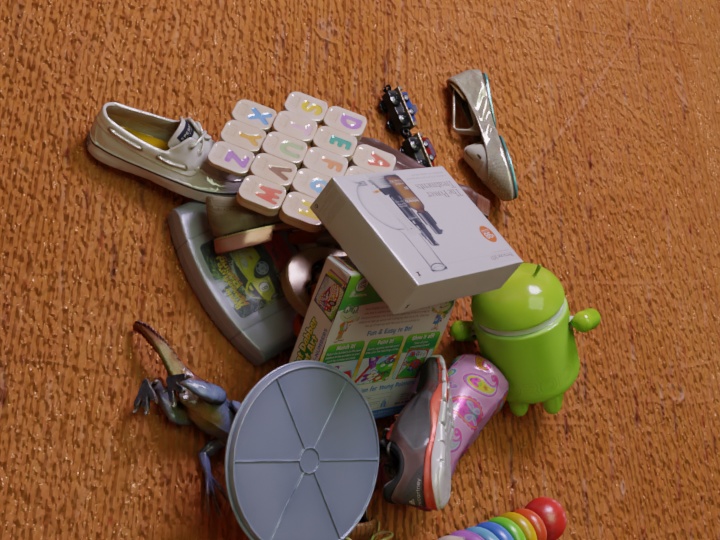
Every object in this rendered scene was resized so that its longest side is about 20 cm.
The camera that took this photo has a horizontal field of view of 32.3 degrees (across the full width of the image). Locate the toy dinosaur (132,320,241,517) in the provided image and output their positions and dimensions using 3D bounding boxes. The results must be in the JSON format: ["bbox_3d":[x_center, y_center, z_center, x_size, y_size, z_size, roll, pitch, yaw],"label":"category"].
[{"bbox_3d":[-0.137,0.147,1.309,0.181,0.105,0.201,25,44,-44],"label":"toy dinosaur"}]

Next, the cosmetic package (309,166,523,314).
[{"bbox_3d":[0.063,-0.037,1.317,0.200,0.052,0.151,-12,59,-51],"label":"cosmetic package"}]

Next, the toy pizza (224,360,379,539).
[{"bbox_3d":[-0.061,0.192,1.264,0.200,0.032,0.201,2,87,-42],"label":"toy pizza"}]

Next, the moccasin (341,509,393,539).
[{"bbox_3d":[-0.013,0.278,1.331,0.073,0.078,0.202,8,64,-30],"label":"moccasin"}]

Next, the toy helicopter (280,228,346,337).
[{"bbox_3d":[0.000,0.000,1.420,0.199,0.079,0.133,-10,64,-29],"label":"toy helicopter"}]

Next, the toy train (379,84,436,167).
[{"bbox_3d":[0.078,-0.152,1.619,0.046,0.034,0.201,-15,78,-41],"label":"toy train"}]

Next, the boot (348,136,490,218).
[{"bbox_3d":[0.060,-0.083,1.502,0.199,0.064,0.187,29,26,-10],"label":"boot"}]

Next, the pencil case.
[{"bbox_3d":[0.095,0.186,1.443,0.087,0.087,0.200,47,53,-6],"label":"pencil case"}]

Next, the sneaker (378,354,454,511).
[{"bbox_3d":[0.058,0.169,1.348,0.200,0.081,0.077,-81,163,-49],"label":"sneaker"}]

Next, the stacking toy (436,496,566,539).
[{"bbox_3d":[0.171,0.316,1.439,0.199,0.085,0.086,-17,79,-42],"label":"stacking toy"}]

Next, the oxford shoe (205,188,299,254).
[{"bbox_3d":[-0.076,-0.079,1.384,0.199,0.071,0.074,-19,94,-22],"label":"oxford shoe"}]

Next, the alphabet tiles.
[{"bbox_3d":[-0.063,-0.126,1.388,0.195,0.015,0.200,22,46,0],"label":"alphabet tiles"}]

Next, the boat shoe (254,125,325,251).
[{"bbox_3d":[-0.069,-0.085,1.469,0.200,0.072,0.069,51,10,-11],"label":"boat shoe"}]

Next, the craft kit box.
[{"bbox_3d":[0.013,0.075,1.357,0.199,0.198,0.048,-3,34,-47],"label":"craft kit box"}]

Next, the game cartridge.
[{"bbox_3d":[-0.129,0.001,1.412,0.133,0.041,0.201,-30,87,-35],"label":"game cartridge"}]

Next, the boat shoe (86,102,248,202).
[{"bbox_3d":[-0.201,-0.135,1.383,0.199,0.070,0.071,20,45,-13],"label":"boat shoe"}]

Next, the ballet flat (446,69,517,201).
[{"bbox_3d":[0.159,-0.177,1.679,0.062,0.068,0.201,-10,69,-7],"label":"ballet flat"}]

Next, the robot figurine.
[{"bbox_3d":[0.200,0.079,1.505,0.116,0.175,0.201,-65,144,-53],"label":"robot figurine"}]
